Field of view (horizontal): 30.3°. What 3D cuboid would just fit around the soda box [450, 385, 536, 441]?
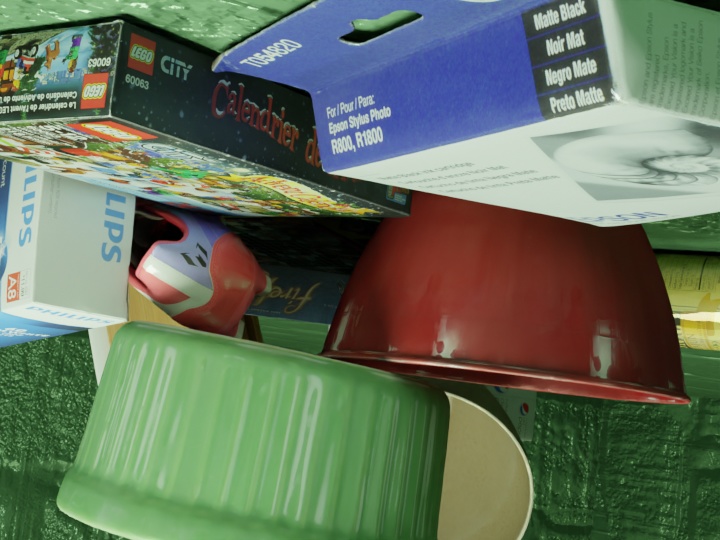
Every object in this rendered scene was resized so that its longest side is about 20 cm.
[{"bbox_3d":[0.067,0.112,1.188,0.068,0.064,0.199,11,173,-34],"label":"soda box"}]

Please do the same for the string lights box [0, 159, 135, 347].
[{"bbox_3d":[-0.199,-0.014,0.727,0.059,0.104,0.199,14,162,-41],"label":"string lights box"}]

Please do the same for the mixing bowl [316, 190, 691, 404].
[{"bbox_3d":[0.081,0.006,0.707,0.198,0.110,0.200,8,174,1],"label":"mixing bowl"}]

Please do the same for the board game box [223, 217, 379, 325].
[{"bbox_3d":[0.000,0.000,0.859,0.198,0.035,0.136,8,-163,-12],"label":"board game box"}]

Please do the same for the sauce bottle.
[{"bbox_3d":[0.193,0.019,0.920,0.198,0.066,0.065,3,173,28],"label":"sauce bottle"}]

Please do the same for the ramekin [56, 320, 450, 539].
[{"bbox_3d":[-0.048,0.091,0.684,0.198,0.099,0.200,12,174,1],"label":"ramekin"}]

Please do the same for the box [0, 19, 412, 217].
[{"bbox_3d":[-0.085,-0.060,0.600,0.135,0.038,0.199,3,173,37],"label":"box"}]

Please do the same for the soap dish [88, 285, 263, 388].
[{"bbox_3d":[-0.131,0.049,0.986,0.080,0.202,0.157,-18,165,18],"label":"soap dish"}]

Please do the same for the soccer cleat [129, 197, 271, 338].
[{"bbox_3d":[-0.115,-0.022,0.758,0.076,0.067,0.200,32,-176,-32],"label":"soccer cleat"}]

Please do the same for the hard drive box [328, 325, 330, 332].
[{"bbox_3d":[0.077,0.034,1.115,0.154,0.078,0.200,5,173,16],"label":"hard drive box"}]

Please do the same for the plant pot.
[{"bbox_3d":[0.029,0.139,1.044,0.198,0.202,0.135,7,-152,-4],"label":"plant pot"}]

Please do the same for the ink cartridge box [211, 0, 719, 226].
[{"bbox_3d":[0.069,-0.055,0.477,0.198,0.041,0.199,10,173,-26],"label":"ink cartridge box"}]
